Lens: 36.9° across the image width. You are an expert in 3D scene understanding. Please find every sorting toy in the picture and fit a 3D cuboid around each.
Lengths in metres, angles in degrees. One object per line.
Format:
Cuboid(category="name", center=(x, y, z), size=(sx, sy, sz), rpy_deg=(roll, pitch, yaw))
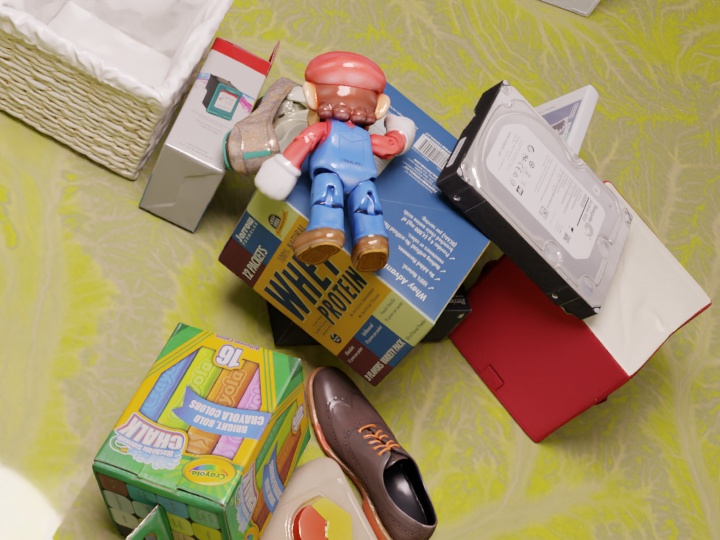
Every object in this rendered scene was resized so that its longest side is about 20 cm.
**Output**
Cuboid(category="sorting toy", center=(-0.051, 0.284, 0.965), size=(0.184, 0.037, 0.201), rpy_deg=(-21, 72, -34))

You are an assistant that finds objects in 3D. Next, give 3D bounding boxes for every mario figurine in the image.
Cuboid(category="mario figurine", center=(-0.018, -0.095, 0.934), size=(0.123, 0.105, 0.201), rpy_deg=(32, 52, -52))

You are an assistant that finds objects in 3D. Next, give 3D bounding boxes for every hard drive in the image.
Cuboid(category="hard drive", center=(0.172, -0.066, 1.026), size=(0.200, 0.038, 0.140), rpy_deg=(44, 51, -18))

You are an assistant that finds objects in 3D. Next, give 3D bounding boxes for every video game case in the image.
Cuboid(category="video game case", center=(0.170, -0.115, 1.227), size=(0.023, 0.182, 0.201), rpy_deg=(46, 49, -25))

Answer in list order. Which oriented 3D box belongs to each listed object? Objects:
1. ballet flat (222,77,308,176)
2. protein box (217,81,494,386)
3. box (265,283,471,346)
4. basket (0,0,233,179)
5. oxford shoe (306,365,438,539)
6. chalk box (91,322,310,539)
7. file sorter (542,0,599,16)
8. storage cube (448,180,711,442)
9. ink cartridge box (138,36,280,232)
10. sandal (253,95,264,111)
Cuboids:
Cuboid(category="ballet flat", center=(-0.073, -0.145, 1.082), size=(0.067, 0.068, 0.200), rpy_deg=(-5, 28, 18))
Cuboid(category="protein box", center=(0.011, -0.043, 1.033), size=(0.198, 0.135, 0.200), rpy_deg=(39, 51, 0))
Cuboid(category="box", center=(0.000, 0.000, 1.134), size=(0.199, 0.079, 0.142), rpy_deg=(1, 58, -26))
Cuboid(category="basket", center=(-0.261, -0.236, 1.096), size=(0.199, 0.161, 0.199), rpy_deg=(28, 53, -9))
Cuboid(category="oxford shoe", center=(0.016, 0.171, 1.042), size=(0.071, 0.073, 0.201), rpy_deg=(-23, 73, -34))
Cuboid(category="chalk box", center=(-0.138, 0.169, 0.914), size=(0.123, 0.125, 0.201), rpy_deg=(15, 51, 14))
Cuboid(category="file sorter", center=(0.266, -0.477, 1.516), size=(0.199, 0.139, 0.125), rpy_deg=(14, 53, -18))
Cuboid(category="storage cube", center=(0.225, 0.043, 1.155), size=(0.171, 0.180, 0.200), rpy_deg=(-31, 79, -36))
Cuboid(category="ink cartridge box", center=(-0.155, -0.156, 1.128), size=(0.067, 0.116, 0.201), rpy_deg=(25, 53, -10))
Cuboid(category="sandal", center=(-0.035, -0.190, 1.239), size=(0.199, 0.055, 0.082), rpy_deg=(-10, 69, -41))
